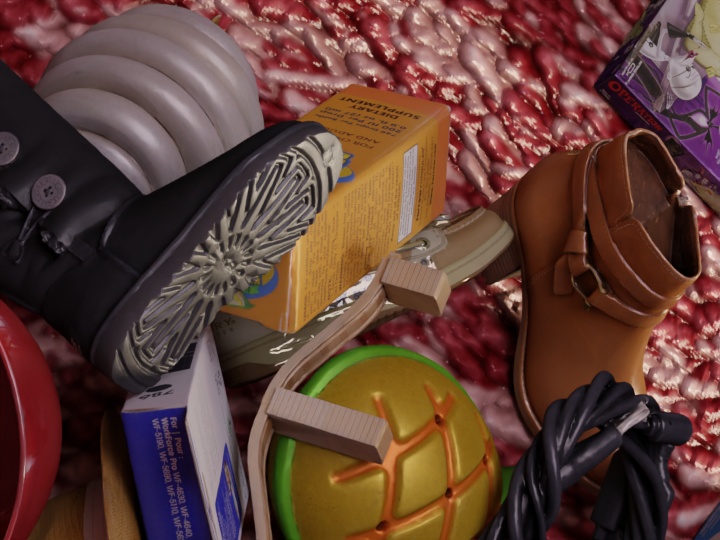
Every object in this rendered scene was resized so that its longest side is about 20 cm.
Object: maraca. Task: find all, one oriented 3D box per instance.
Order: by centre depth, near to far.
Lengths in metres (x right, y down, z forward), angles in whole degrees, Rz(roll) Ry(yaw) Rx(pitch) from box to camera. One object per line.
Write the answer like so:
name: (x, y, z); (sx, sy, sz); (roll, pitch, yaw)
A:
maraca: (0.028, 0.123, 1.580); (0.200, 0.107, 0.138); (40, 72, -35)

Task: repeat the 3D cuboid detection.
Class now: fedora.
fedora: (-0.130, 0.171, 1.453); (0.081, 0.201, 0.202); (-11, 77, 3)

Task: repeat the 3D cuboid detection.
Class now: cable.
cable: (0.112, 0.156, 1.592); (0.163, 0.051, 0.201); (26, 90, -60)

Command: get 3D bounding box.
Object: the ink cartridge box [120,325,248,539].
ink cartridge box: (-0.085, 0.096, 1.439); (0.039, 0.200, 0.100); (-11, 101, 2)

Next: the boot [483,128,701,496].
boot: (0.146, 0.027, 1.652); (0.073, 0.155, 0.201); (-25, 88, -36)

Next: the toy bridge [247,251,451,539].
toy bridge: (-0.017, 0.077, 1.497); (0.067, 0.027, 0.201); (15, 67, 17)

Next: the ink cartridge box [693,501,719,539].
ink cartridge box: (0.280, 0.193, 1.650); (0.145, 0.200, 0.147); (47, 55, -9)

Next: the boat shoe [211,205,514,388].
boat shoe: (0.000, 0.000, 1.621); (0.199, 0.073, 0.063); (-26, 90, -35)

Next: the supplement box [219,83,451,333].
supplement box: (-0.020, -0.035, 1.537); (0.200, 0.066, 0.069); (-42, 141, -57)

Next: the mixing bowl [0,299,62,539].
mixing bowl: (-0.217, 0.075, 1.409); (0.108, 0.199, 0.201); (-7, 75, -64)

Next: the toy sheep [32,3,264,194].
toy sheep: (-0.114, -0.064, 1.540); (0.138, 0.138, 0.200); (46, 37, -10)

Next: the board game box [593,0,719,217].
board game box: (0.236, -0.141, 1.847); (0.120, 0.032, 0.200); (46, 56, -15)

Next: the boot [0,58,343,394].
boot: (-0.131, -0.054, 1.439); (0.200, 0.066, 0.165); (35, 71, 31)
